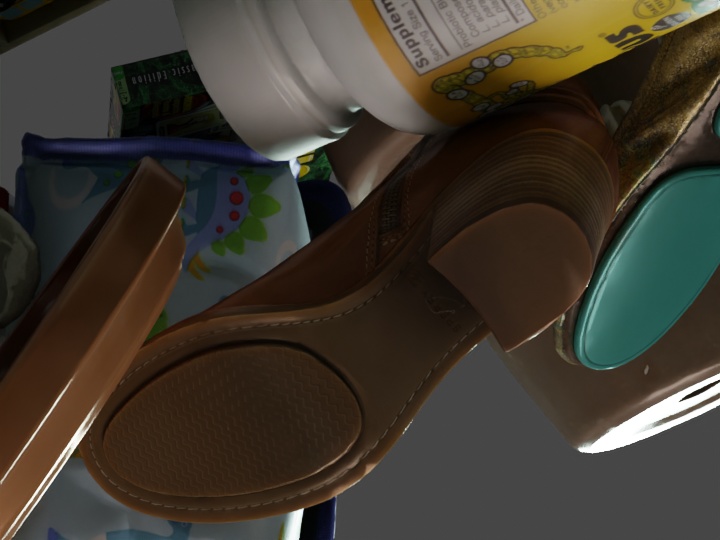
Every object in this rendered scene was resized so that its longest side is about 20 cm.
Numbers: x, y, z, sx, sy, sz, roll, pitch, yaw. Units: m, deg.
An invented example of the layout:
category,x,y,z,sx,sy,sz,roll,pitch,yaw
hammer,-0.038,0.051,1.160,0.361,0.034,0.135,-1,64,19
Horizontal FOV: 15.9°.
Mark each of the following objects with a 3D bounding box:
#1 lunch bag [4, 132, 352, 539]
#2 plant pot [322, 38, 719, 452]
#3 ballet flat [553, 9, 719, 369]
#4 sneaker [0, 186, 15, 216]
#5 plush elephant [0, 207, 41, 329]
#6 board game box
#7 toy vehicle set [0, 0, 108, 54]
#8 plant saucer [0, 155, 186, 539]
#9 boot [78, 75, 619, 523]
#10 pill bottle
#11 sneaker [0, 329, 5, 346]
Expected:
category,x,y,z,sx,sy,sz,roll,pitch,yaw
lunch bag,-0.069,0.042,1.018,0.126,0.171,0.200,3,174,1
plant pot,0.103,-0.028,1.044,0.199,0.175,0.200,-24,168,-5
ballet flat,0.117,-0.055,0.921,0.070,0.071,0.201,-3,133,-40
sneaker,-0.167,0.039,0.992,0.112,0.201,0.071,-34,154,28
plush elephant,-0.184,0.012,0.822,0.154,0.166,0.200,28,167,-17
board game box,-0.059,-0.052,1.113,0.104,0.024,0.200,-16,165,-11
toy vehicle set,-0.177,-0.087,0.860,0.199,0.027,0.124,-23,163,21
plant saucer,-0.114,0.053,0.823,0.201,0.032,0.200,-54,-174,9
boot,0.000,0.000,0.889,0.200,0.077,0.155,-35,-166,18
pill bottle,0.042,-0.112,0.844,0.199,0.113,0.113,-24,163,20
sneaker,-0.091,0.035,1.228,0.199,0.080,0.075,-17,179,24
